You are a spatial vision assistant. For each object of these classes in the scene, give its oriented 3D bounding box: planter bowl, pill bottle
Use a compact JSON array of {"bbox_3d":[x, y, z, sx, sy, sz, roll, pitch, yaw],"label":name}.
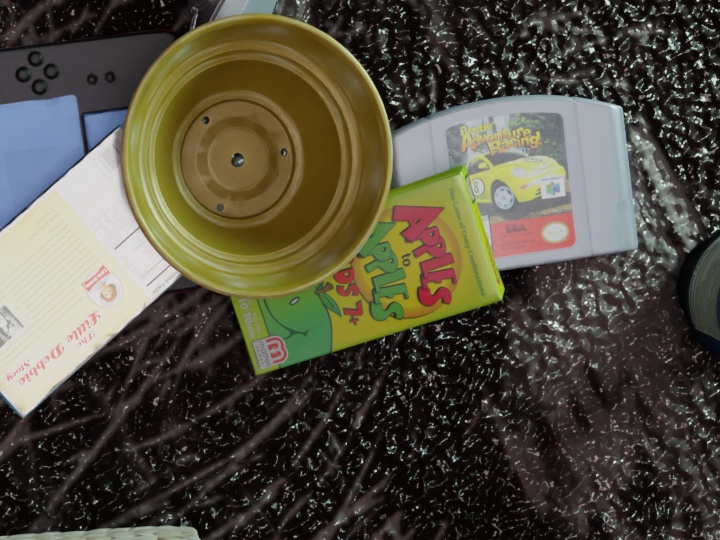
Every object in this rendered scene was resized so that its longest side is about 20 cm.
[{"bbox_3d":[-0.082,-0.082,1.237,0.198,0.083,0.203,0,91,-16],"label":"planter bowl"},{"bbox_3d":[0.308,0.022,1.276,0.111,0.200,0.113,-1,96,-6],"label":"pill bottle"}]

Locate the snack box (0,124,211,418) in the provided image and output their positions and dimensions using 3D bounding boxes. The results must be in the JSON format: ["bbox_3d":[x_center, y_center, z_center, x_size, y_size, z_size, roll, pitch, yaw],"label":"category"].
[{"bbox_3d":[-0.217,0.000,1.269,0.200,0.037,0.116,-41,100,-4],"label":"snack box"}]

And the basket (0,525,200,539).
[{"bbox_3d":[-0.202,0.300,1.266,0.198,0.161,0.201,-3,96,-5],"label":"basket"}]

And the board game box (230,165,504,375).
[{"bbox_3d":[0.000,0.000,1.292,0.198,0.048,0.103,-17,96,10],"label":"board game box"}]

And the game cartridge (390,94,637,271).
[{"bbox_3d":[0.115,-0.068,1.329,0.198,0.041,0.135,-9,93,-6],"label":"game cartridge"}]

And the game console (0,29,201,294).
[{"bbox_3d":[-0.211,-0.075,1.293,0.175,0.031,0.202,-8,97,-5],"label":"game console"}]

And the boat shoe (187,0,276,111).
[{"bbox_3d":[-0.101,-0.221,1.276,0.066,0.070,0.202,26,101,16],"label":"boat shoe"}]
